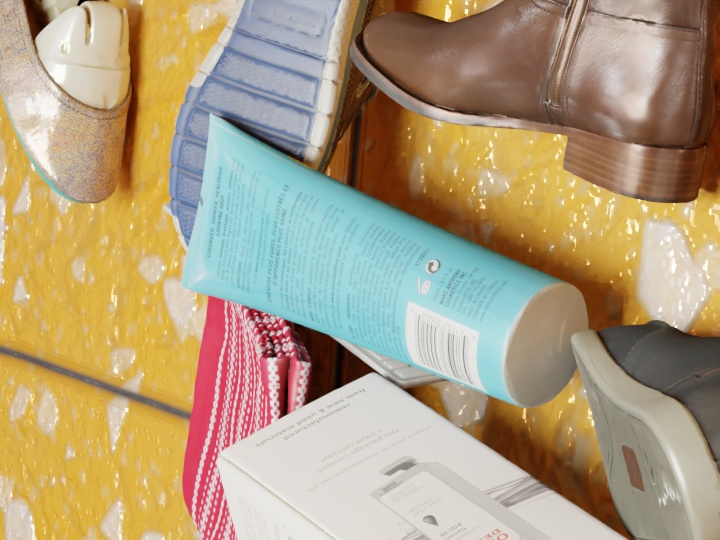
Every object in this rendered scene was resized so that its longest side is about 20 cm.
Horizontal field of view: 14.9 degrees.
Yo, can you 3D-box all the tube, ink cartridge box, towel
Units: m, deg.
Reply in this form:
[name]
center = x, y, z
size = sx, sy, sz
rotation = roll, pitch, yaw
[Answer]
[tube]
center = 0.000, 0.000, 1.110
size = 0.200, 0.050, 0.078
rotation = 23, 105, 39
[ink cartridge box]
center = 0.041, 0.149, 1.057
size = 0.200, 0.083, 0.147
rotation = 32, 142, 49
[towel]
center = -0.053, 0.076, 1.215
size = 0.200, 0.022, 0.145
rotation = -122, 38, -72

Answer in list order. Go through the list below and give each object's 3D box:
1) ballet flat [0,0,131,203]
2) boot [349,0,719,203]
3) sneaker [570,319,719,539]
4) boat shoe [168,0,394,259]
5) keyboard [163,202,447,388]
[ballet flat]
center = -0.152, -0.131, 1.385
size = 0.067, 0.068, 0.200
rotation = -39, 61, 39
[boot]
center = 0.082, -0.147, 1.054
size = 0.186, 0.064, 0.200
rotation = 24, 114, 38
[sneaker]
center = 0.142, 0.053, 0.979
size = 0.200, 0.106, 0.075
rotation = -129, 23, -78
[boat shoe]
center = -0.020, -0.091, 1.187
size = 0.072, 0.072, 0.200
rotation = 26, 102, 26
[keyboard]
center = -0.014, 0.005, 1.197
size = 0.200, 0.056, 0.011
rotation = 35, 120, 49
